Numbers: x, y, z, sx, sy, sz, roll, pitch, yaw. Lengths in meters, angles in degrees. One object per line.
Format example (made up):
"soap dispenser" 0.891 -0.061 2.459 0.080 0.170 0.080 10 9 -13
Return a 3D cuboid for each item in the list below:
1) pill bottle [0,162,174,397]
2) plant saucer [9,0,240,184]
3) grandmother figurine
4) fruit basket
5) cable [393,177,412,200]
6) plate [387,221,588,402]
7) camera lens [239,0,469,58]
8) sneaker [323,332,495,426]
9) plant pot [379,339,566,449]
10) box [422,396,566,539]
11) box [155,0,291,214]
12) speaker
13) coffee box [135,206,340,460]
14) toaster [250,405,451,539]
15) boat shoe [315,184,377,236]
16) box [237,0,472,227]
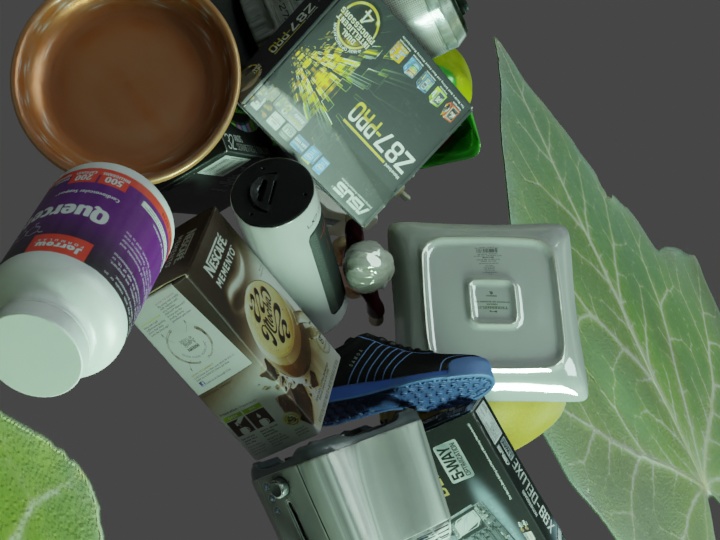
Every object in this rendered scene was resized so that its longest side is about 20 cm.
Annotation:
"pill bottle" -0.222 0.007 1.159 0.113 0.112 0.200 52 28 -22
"plant saucer" -0.204 -0.166 1.297 0.037 0.200 0.201 100 -31 -77
"grandmother figurine" 0.000 0.000 1.546 0.200 0.060 0.122 141 -76 -86
"fruit basket" 0.053 -0.201 1.601 0.216 0.155 0.216 -11 90 -73
"cable" -0.013 -0.145 1.682 0.200 0.050 0.097 24 48 -50
"plate" 0.133 0.037 1.525 0.032 0.199 0.201 111 -22 -65
"camera lens" -0.003 -0.263 1.470 0.160 0.200 0.160 -24 90 -82
"sneaker" 0.031 0.096 1.450 0.070 0.199 0.078 65 19 -56
"plant pot" 0.101 0.133 1.585 0.142 0.200 0.200 -42 104 -41
"box" 0.100 0.243 1.484 0.200 0.157 0.050 61 26 -7
"box" -0.168 -0.170 1.411 0.148 0.124 0.201 2 63 -63
"speaker" -0.067 -0.019 1.417 0.200 0.081 0.081 75 6 -55
"coffee box" -0.113 0.058 1.349 0.200 0.080 0.113 51 29 -24
"toaster" 0.001 0.209 1.363 0.200 0.113 0.130 -13 82 -49
"boat shoe" -0.054 -0.087 1.587 0.200 0.072 0.069 6 60 -47
"box" -0.008 -0.161 1.385 0.200 0.161 0.049 45 -1 -39
